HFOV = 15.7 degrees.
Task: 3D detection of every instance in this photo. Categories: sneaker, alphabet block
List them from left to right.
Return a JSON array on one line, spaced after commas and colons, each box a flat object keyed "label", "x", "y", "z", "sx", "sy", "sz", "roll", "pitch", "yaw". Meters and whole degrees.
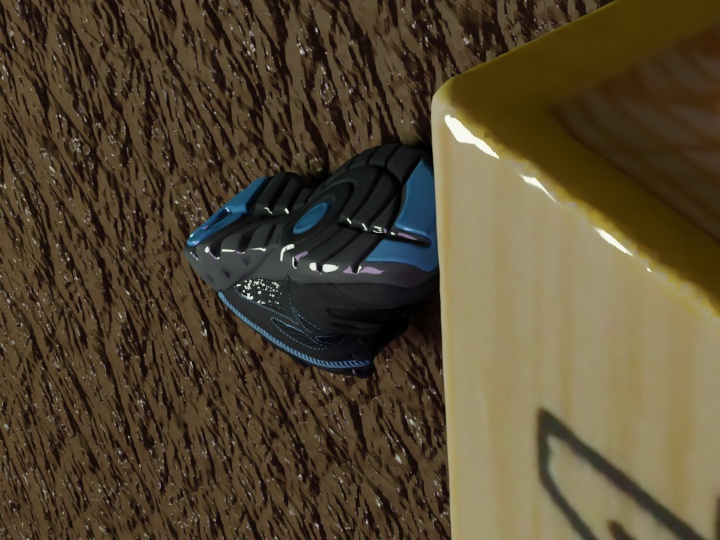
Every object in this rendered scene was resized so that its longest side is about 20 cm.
[{"label": "sneaker", "x": 0.000, "y": 0.000, "z": 1.076, "sx": 0.082, "sy": 0.073, "sz": 0.200, "roll": 53, "pitch": 163, "yaw": -15}, {"label": "alphabet block", "x": 0.148, "y": 0.041, "z": 0.677, "sx": 0.196, "sy": 0.195, "sz": 0.200, "roll": 38, "pitch": 143, "yaw": 39}]
